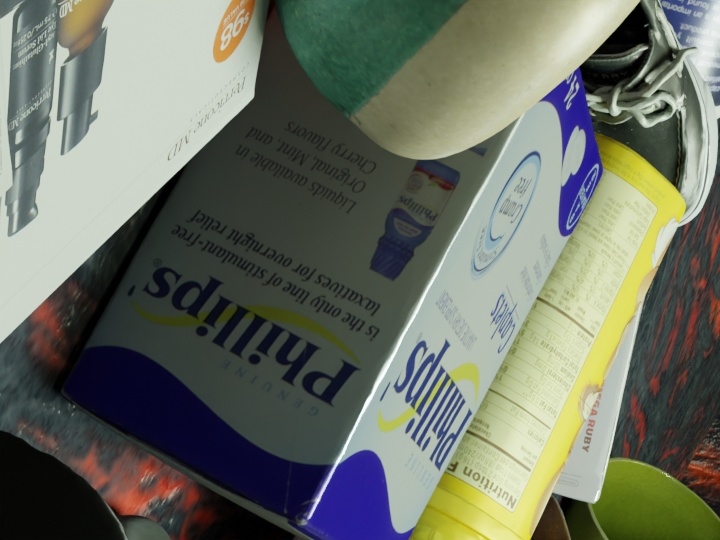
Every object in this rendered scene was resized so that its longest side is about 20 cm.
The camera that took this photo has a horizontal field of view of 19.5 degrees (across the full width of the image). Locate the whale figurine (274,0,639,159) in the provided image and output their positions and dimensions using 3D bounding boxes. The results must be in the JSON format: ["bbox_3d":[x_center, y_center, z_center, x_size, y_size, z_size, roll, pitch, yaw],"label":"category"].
[{"bbox_3d":[0.053,-0.129,0.623,0.200,0.104,0.159,-49,-176,-3],"label":"whale figurine"}]

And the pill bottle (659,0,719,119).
[{"bbox_3d":[0.146,-0.139,1.034,0.116,0.115,0.201,-34,147,-61],"label":"pill bottle"}]

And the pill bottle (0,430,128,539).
[{"bbox_3d":[-0.136,0.149,0.583,0.112,0.111,0.201,-38,151,-57],"label":"pill bottle"}]

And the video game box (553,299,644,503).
[{"bbox_3d":[0.128,0.036,1.239,0.200,0.047,0.183,141,-36,-88],"label":"video game box"}]

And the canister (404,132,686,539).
[{"bbox_3d":[0.049,0.036,0.954,0.086,0.148,0.201,36,74,-35],"label":"canister"}]

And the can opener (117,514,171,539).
[{"bbox_3d":[-0.105,0.111,0.769,0.200,0.052,0.067,76,9,-70],"label":"can opener"}]

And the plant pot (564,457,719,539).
[{"bbox_3d":[0.247,0.321,2.082,0.200,0.187,0.187,-54,171,31],"label":"plant pot"}]

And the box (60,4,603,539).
[{"bbox_3d":[0.000,0.000,0.803,0.201,0.105,0.184,-61,164,-7],"label":"box"}]

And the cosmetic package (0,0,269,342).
[{"bbox_3d":[-0.085,-0.061,0.521,0.200,0.051,0.151,-49,162,-43],"label":"cosmetic package"}]

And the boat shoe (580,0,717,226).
[{"bbox_3d":[0.116,-0.097,0.950,0.068,0.073,0.200,-69,149,-56],"label":"boat shoe"}]

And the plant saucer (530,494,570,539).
[{"bbox_3d":[0.077,0.205,0.970,0.200,0.034,0.202,177,-90,-87],"label":"plant saucer"}]
